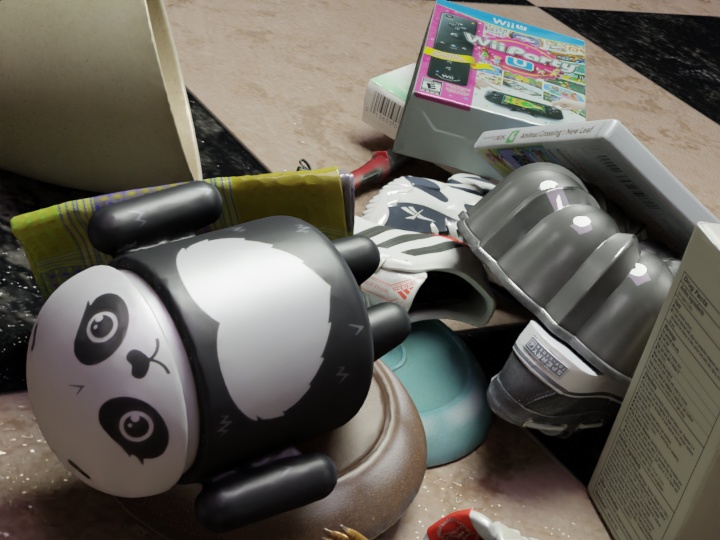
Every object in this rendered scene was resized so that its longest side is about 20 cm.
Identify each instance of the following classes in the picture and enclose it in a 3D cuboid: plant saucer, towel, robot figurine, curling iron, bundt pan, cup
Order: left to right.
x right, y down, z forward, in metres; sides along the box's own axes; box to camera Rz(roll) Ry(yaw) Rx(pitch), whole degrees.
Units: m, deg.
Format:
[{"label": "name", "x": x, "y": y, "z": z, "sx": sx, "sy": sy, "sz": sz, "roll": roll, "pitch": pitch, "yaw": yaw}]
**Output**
[{"label": "cup", "x": -0.210, "y": -0.141, "z": 0.990, "sx": 0.143, "sy": 0.200, "sz": 0.200, "roll": -13, "pitch": 32, "yaw": -2}, {"label": "towel", "x": -0.097, "y": -0.009, "z": 0.799, "sx": 0.200, "sy": 0.144, "sz": 0.023, "roll": -7, "pitch": 63, "yaw": -5}, {"label": "robot figurine", "x": -0.073, "y": 0.041, "z": 0.695, "sx": 0.200, "sy": 0.125, "sz": 0.150, "roll": -17, "pitch": 38, "yaw": -33}, {"label": "plant saucer", "x": -0.057, "y": 0.083, "z": 0.775, "sx": 0.200, "sy": 0.032, "sz": 0.200, "roll": 8, "pitch": 36, "yaw": -6}, {"label": "plant saucer", "x": -0.003, "y": 0.058, "z": 0.890, "sx": 0.200, "sy": 0.027, "sz": 0.200, "roll": 14, "pitch": 28, "yaw": -8}, {"label": "curling iron", "x": 0.008, "y": -0.095, "z": 1.171, "sx": 0.050, "sy": 0.026, "sz": 0.200, "roll": 33, "pitch": 31, "yaw": 21}, {"label": "bundt pan", "x": 0.164, "y": 0.001, "z": 0.899, "sx": 0.202, "sy": 0.076, "sz": 0.202, "roll": 37, "pitch": 13, "yaw": -10}]

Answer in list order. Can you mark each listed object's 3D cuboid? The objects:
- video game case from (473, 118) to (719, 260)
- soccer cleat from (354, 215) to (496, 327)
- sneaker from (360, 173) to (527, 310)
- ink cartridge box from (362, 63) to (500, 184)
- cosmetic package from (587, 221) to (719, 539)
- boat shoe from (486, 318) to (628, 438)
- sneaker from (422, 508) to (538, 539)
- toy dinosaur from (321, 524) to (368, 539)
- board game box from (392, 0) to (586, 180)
[{"label": "video game case", "x": 0.199, "y": -0.040, "z": 0.998, "sx": 0.200, "sy": 0.022, "sz": 0.182, "roll": 40, "pitch": -13, "yaw": -21}, {"label": "soccer cleat", "x": 0.000, "y": 0.000, "z": 0.900, "sx": 0.200, "sy": 0.069, "sz": 0.085, "roll": 10, "pitch": 24, "yaw": -23}, {"label": "sneaker", "x": 0.089, "y": -0.017, "z": 1.017, "sx": 0.129, "sy": 0.080, "sz": 0.199, "roll": 23, "pitch": 17, "yaw": 28}, {"label": "ink cartridge box", "x": 0.122, "y": -0.148, "z": 1.247, "sx": 0.161, "sy": 0.050, "sz": 0.200, "roll": 33, "pitch": 39, "yaw": 24}, {"label": "cosmetic package", "x": 0.211, "y": 0.084, "z": 0.777, "sx": 0.071, "sy": 0.200, "sz": 0.105, "roll": 6, "pitch": 31, "yaw": -19}, {"label": "boat shoe", "x": 0.140, "y": 0.079, "z": 0.889, "sx": 0.072, "sy": 0.068, "sz": 0.200, "roll": 45, "pitch": 15, "yaw": 22}, {"label": "sneaker", "x": 0.082, "y": 0.152, "z": 0.662, "sx": 0.093, "sy": 0.070, "sz": 0.200, "roll": 59, "pitch": 26, "yaw": 8}, {"label": "toy dinosaur", "x": -0.003, "y": 0.189, "z": 0.644, "sx": 0.200, "sy": 0.060, "sz": 0.106, "roll": 20, "pitch": 60, "yaw": -4}, {"label": "board game box", "x": 0.117, "y": -0.154, "z": 1.159, "sx": 0.147, "sy": 0.064, "sz": 0.200, "roll": 16, "pitch": 33, "yaw": -1}]
